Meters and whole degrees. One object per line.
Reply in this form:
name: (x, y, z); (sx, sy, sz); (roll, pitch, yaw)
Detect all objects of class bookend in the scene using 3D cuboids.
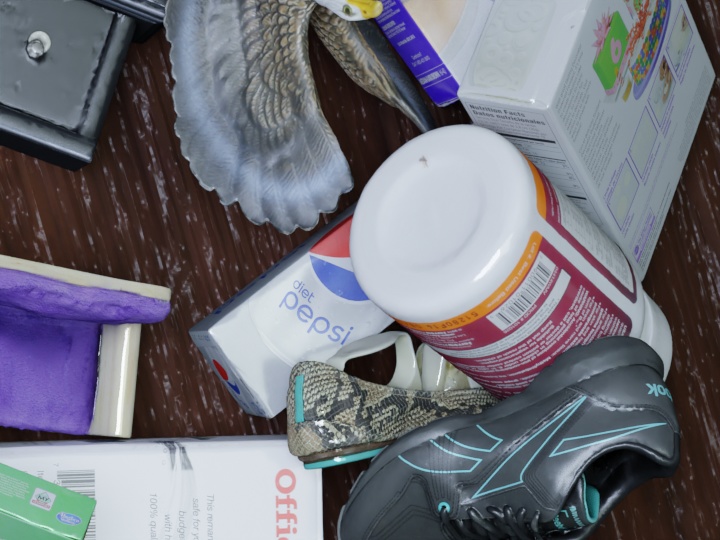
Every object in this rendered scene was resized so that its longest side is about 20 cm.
bookend: (-0.227, -0.083, 1.105); (0.197, 0.092, 0.202); (21, 84, -14)

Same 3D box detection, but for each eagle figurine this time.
eagle figurine: (-0.030, -0.140, 1.088); (0.150, 0.151, 0.202); (-4, 119, -1)

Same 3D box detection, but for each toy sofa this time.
toy sofa: (-0.195, 0.038, 1.059); (0.199, 0.097, 0.084); (14, 79, -49)

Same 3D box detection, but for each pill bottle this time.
pill bottle: (0.088, 0.012, 1.108); (0.200, 0.109, 0.110); (38, 76, -48)

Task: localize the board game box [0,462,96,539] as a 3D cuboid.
board game box: (-0.239, 0.127, 1.006); (0.198, 0.135, 0.029); (22, 42, -3)

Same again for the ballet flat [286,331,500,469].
ballet flat: (0.031, 0.072, 1.145); (0.199, 0.067, 0.076); (5, 75, -51)

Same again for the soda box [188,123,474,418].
soda box: (0.000, 0.000, 1.176); (0.199, 0.068, 0.064); (-38, 97, -13)

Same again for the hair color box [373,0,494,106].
hair color box: (0.036, -0.211, 1.196); (0.109, 0.065, 0.201); (-38, 96, -13)

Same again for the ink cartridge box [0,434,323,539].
ink cartridge box: (-0.125, 0.167, 1.127); (0.198, 0.084, 0.147); (0, 88, -14)

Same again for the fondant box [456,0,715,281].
fondant box: (0.133, -0.105, 1.146); (0.058, 0.200, 0.145); (12, 68, 27)

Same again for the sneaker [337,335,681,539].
sneaker: (0.077, 0.110, 1.066); (0.199, 0.080, 0.075); (-32, 141, 14)
